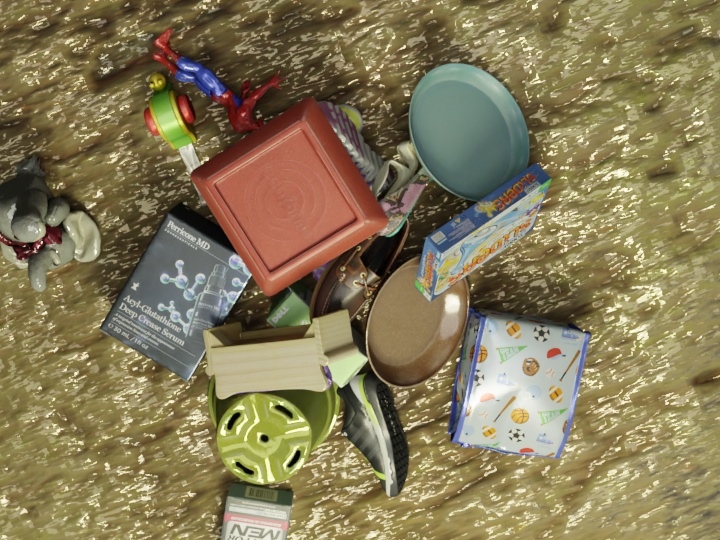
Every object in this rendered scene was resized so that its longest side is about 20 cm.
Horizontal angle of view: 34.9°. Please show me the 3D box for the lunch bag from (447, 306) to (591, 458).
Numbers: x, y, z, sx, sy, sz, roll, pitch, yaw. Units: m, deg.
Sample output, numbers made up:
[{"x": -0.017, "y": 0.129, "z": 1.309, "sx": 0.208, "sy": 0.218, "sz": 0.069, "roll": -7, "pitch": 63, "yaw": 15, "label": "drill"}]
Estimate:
[{"x": 0.224, "y": 0.166, "z": 1.659, "sx": 0.169, "sy": 0.124, "sz": 0.201, "roll": 8, "pitch": 95, "yaw": -4, "label": "lunch bag"}]

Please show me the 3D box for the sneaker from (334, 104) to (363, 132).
[{"x": -0.088, "y": -0.173, "z": 1.614, "sx": 0.200, "sy": 0.076, "sz": 0.076, "roll": -24, "pitch": 99, "yaw": 4, "label": "sneaker"}]

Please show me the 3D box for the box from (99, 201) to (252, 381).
[{"x": -0.253, "y": 0.029, "z": 1.641, "sx": 0.148, "sy": 0.107, "sz": 0.200, "roll": 31, "pitch": 99, "yaw": -5, "label": "box"}]

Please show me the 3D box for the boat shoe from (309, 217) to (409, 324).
[{"x": 0.000, "y": 0.000, "z": 1.583, "sx": 0.070, "sy": 0.070, "sz": 0.200, "roll": 38, "pitch": 73, "yaw": -37, "label": "boat shoe"}]

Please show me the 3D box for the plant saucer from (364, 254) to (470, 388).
[{"x": 0.074, "y": 0.068, "z": 1.639, "sx": 0.200, "sy": 0.037, "sz": 0.201, "roll": -15, "pitch": 115, "yaw": -36, "label": "plant saucer"}]

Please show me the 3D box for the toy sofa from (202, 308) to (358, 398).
[{"x": -0.108, "y": 0.113, "z": 1.544, "sx": 0.199, "sy": 0.083, "sz": 0.098, "roll": -8, "pitch": 93, "yaw": 30, "label": "toy sofa"}]

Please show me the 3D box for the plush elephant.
[{"x": -0.461, "y": -0.047, "z": 1.611, "sx": 0.164, "sy": 0.200, "sz": 0.155, "roll": -13, "pitch": 124, "yaw": 16, "label": "plush elephant"}]

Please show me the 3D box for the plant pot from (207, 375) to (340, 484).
[{"x": -0.131, "y": 0.210, "z": 1.637, "sx": 0.200, "sy": 0.184, "sz": 0.201, "roll": 0, "pitch": 102, "yaw": 1, "label": "plant pot"}]

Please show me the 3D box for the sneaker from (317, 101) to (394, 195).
[{"x": -0.027, "y": -0.148, "z": 1.586, "sx": 0.088, "sy": 0.081, "sz": 0.200, "roll": -25, "pitch": 136, "yaw": 17, "label": "sneaker"}]

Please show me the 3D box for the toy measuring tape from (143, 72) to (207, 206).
[{"x": -0.255, "y": -0.183, "z": 1.616, "sx": 0.073, "sy": 0.074, "sz": 0.201, "roll": -20, "pitch": 100, "yaw": 4, "label": "toy measuring tape"}]

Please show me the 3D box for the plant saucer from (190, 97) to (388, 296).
[{"x": -0.096, "y": -0.093, "z": 1.509, "sx": 0.200, "sy": 0.037, "sz": 0.200, "roll": -31, "pitch": 97, "yaw": 9, "label": "plant saucer"}]

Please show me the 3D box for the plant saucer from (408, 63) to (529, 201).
[{"x": 0.146, "y": -0.188, "z": 1.585, "sx": 0.200, "sy": 0.027, "sz": 0.201, "roll": 8, "pitch": 73, "yaw": -27, "label": "plant saucer"}]

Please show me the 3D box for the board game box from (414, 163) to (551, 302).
[{"x": 0.166, "y": -0.051, "z": 1.571, "sx": 0.200, "sy": 0.135, "sz": 0.034, "roll": -34, "pitch": 69, "yaw": -20, "label": "board game box"}]

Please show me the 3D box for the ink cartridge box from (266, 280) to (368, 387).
[{"x": -0.080, "y": 0.070, "z": 1.649, "sx": 0.200, "sy": 0.104, "sz": 0.059, "roll": 43, "pitch": 98, "yaw": -8, "label": "ink cartridge box"}]

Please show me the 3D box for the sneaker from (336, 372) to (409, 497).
[{"x": 0.014, "y": 0.242, "z": 1.713, "sx": 0.083, "sy": 0.072, "sz": 0.201, "roll": -10, "pitch": 101, "yaw": 23, "label": "sneaker"}]

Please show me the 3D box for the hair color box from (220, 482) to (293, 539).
[{"x": -0.166, "y": 0.433, "z": 1.746, "sx": 0.099, "sy": 0.061, "sz": 0.201, "roll": 9, "pitch": 102, "yaw": -2, "label": "hair color box"}]

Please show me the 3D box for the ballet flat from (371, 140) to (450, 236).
[{"x": 0.065, "y": -0.132, "z": 1.576, "sx": 0.071, "sy": 0.069, "sz": 0.200, "roll": 50, "pitch": 57, "yaw": -19, "label": "ballet flat"}]

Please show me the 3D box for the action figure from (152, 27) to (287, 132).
[{"x": -0.184, "y": -0.269, "z": 1.597, "sx": 0.200, "sy": 0.065, "sz": 0.099, "roll": 44, "pitch": 69, "yaw": 5, "label": "action figure"}]

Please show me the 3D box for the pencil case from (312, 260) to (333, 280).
[{"x": -0.095, "y": -0.057, "z": 1.606, "sx": 0.200, "sy": 0.084, "sz": 0.086, "roll": 34, "pitch": 86, "yaw": -27, "label": "pencil case"}]
